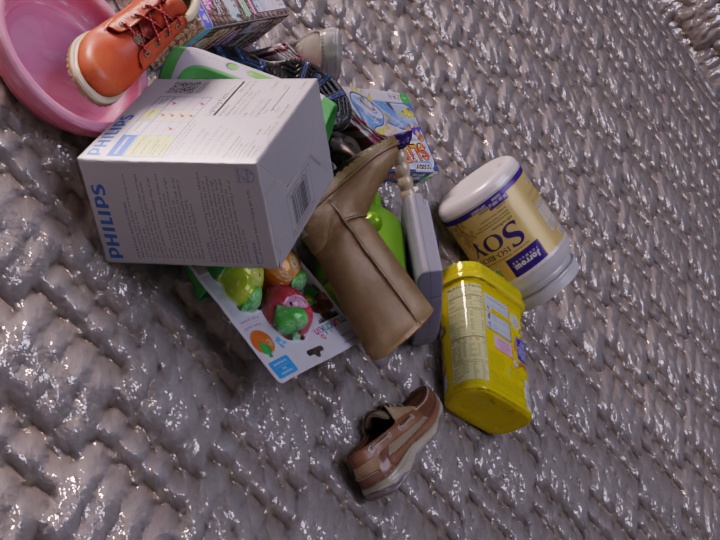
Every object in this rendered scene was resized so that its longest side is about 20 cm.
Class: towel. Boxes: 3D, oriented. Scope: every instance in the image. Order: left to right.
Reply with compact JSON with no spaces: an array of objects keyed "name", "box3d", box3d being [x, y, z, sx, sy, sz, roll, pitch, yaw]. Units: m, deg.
[{"name":"towel","box3d":[-0.059,-0.220,1.613,0.200,0.144,0.023,42,76,-21]}]

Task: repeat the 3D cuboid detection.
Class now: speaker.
[{"name":"speaker","box3d":[-0.130,-0.188,1.412,0.197,0.089,0.089,20,38,4]}]

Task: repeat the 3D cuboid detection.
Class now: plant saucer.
[{"name":"plant saucer","box3d":[-0.319,-0.227,1.329,0.200,0.050,0.203,35,39,-35]}]

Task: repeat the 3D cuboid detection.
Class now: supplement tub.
[{"name":"supplement tub","box3d":[0.224,-0.053,1.860,0.201,0.145,0.146,53,33,-10]}]

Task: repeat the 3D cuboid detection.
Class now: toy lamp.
[{"name":"toy lamp","box3d":[0.069,-0.090,1.726,0.058,0.058,0.203,-21,97,-57]}]

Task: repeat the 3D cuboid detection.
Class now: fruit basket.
[{"name":"fruit basket","box3d":[-0.097,0.019,1.381,0.200,0.094,0.185,46,30,14]}]

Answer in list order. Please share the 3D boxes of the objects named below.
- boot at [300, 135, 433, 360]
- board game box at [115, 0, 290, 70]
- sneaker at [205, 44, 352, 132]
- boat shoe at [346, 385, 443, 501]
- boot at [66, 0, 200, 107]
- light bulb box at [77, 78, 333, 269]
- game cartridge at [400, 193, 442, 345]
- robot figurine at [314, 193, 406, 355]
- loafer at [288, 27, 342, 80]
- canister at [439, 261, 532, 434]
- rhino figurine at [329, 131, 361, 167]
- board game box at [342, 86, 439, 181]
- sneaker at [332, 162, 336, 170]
[{"name":"boot","box3d":[0.022,-0.029,1.432,0.174,0.066,0.201,-37,99,-16]},{"name":"board game box","box3d":[-0.207,-0.354,1.540,0.161,0.096,0.199,61,32,1]},{"name":"sneaker","box3d":[-0.103,-0.220,1.524,0.197,0.077,0.077,21,75,1]},{"name":"boat shoe","box3d":[0.042,0.191,1.484,0.072,0.075,0.200,52,31,-9]},{"name":"boot","box3d":[-0.238,-0.252,1.318,0.075,0.106,0.201,49,35,-19]},{"name":"light bulb box","box3d":[-0.155,-0.106,1.298,0.199,0.197,0.126,-62,149,-53]},{"name":"game cartridge","box3d":[0.077,0.010,1.603,0.201,0.041,0.135,91,-5,-60]},{"name":"robot figurine","box3d":[0.000,0.000,1.533,0.176,0.114,0.202,71,14,-51]},{"name":"loafer","box3d":[-0.066,-0.271,1.610,0.069,0.200,0.071,2,84,-12]},{"name":"canister","box3d":[0.170,0.109,1.715,0.148,0.086,0.202,32,43,-38]},{"name":"rhino figurine","box3d":[-0.032,-0.149,1.580,0.087,0.060,0.200,43,-7,-17]},{"name":"board game box","box3d":[0.027,-0.196,1.800,0.199,0.034,0.137,-6,71,-55]},{"name":"sneaker","box3d":[-0.110,-0.151,1.492,0.200,0.114,0.076,44,46,-25]}]
